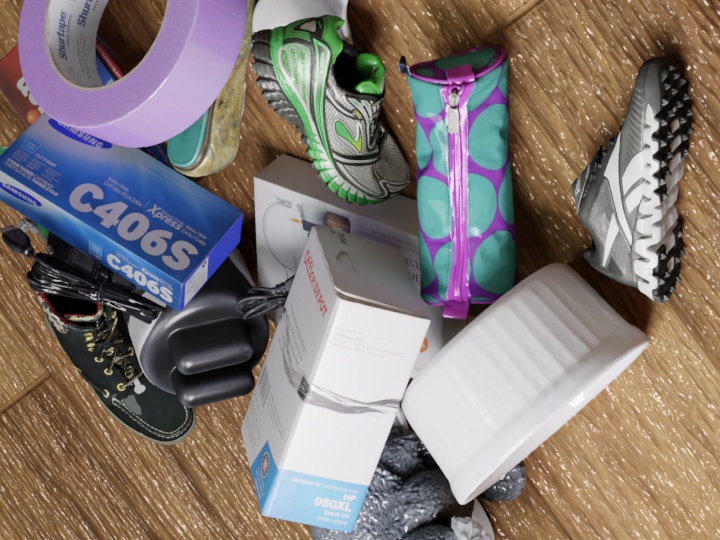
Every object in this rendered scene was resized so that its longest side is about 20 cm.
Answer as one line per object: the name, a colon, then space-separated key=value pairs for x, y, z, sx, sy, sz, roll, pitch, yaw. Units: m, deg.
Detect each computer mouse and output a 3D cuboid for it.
computer mouse: x=-0.021 y=0.084 z=1.607 sx=0.109 sy=0.044 sz=0.201 roll=-22 pitch=113 yaw=8
computer mouse: x=-0.258 y=-0.009 z=1.589 sx=0.046 sy=0.139 sz=0.200 roll=-60 pitch=32 yaw=12

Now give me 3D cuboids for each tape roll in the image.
tape roll: x=-0.191 y=-0.207 z=1.528 sx=0.198 sy=0.065 sz=0.203 roll=-10 pitch=72 yaw=32

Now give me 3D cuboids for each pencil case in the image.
pencil case: x=0.080 y=-0.072 z=1.450 sx=0.084 sy=0.093 sz=0.202 roll=-1 pitch=109 yaw=13

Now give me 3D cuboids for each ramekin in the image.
ramekin: x=0.126 y=0.085 z=1.469 sx=0.098 sy=0.200 sz=0.201 roll=50 pitch=136 yaw=11

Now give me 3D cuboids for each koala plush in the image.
koala plush: x=0.059 y=0.248 z=1.555 sx=0.179 sy=0.182 sz=0.200 roll=-66 pitch=26 yaw=20

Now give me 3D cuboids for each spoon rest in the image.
spoon rest: x=-0.026 y=-0.216 z=1.484 sx=0.099 sy=0.061 sz=0.200 roll=43 pitch=135 yaw=4

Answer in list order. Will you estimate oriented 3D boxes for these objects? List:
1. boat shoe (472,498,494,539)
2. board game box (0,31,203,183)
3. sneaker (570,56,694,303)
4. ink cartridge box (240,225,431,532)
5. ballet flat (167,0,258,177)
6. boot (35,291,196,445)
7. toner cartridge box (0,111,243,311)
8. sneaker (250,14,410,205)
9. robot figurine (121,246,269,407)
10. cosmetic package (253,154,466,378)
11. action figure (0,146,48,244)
boat shoe: x=0.037 y=0.203 z=1.704 sx=0.200 sy=0.064 sz=0.071 roll=43 pitch=135 yaw=6
board game box: x=-0.234 y=-0.129 z=1.623 sx=0.103 sy=0.019 sz=0.201 roll=-39 pitch=83 yaw=16
sneaker: x=0.200 y=-0.071 z=1.395 sx=0.090 sy=0.066 sz=0.202 roll=16 pitch=128 yaw=27
ink cartridge box: x=-0.023 y=0.086 z=1.500 sx=0.083 sy=0.145 sz=0.202 roll=13 pitch=111 yaw=-17
ballet flat: x=-0.118 y=-0.179 z=1.569 sx=0.070 sy=0.070 sz=0.202 roll=15 pitch=97 yaw=30
boot: x=-0.244 y=0.080 z=1.797 sx=0.204 sy=0.073 sz=0.154 roll=46 pitch=168 yaw=9
toner cartridge box: x=-0.207 y=-0.056 z=1.560 sx=0.199 sy=0.095 sz=0.043 roll=30 pitch=144 yaw=11
sneaker: x=-0.008 y=-0.125 z=1.485 sx=0.084 sy=0.079 sz=0.200 roll=-15 pitch=140 yaw=23
robot figurine: x=-0.151 y=0.031 z=1.662 sx=0.151 sy=0.124 sz=0.201 roll=-50 pitch=40 yaw=22
cosmetic package: x=0.000 y=0.000 z=1.613 sx=0.198 sy=0.052 sz=0.152 roll=20 pitch=131 yaw=27
action figure: x=-0.290 y=-0.045 z=1.768 sx=0.117 sy=0.055 sz=0.200 roll=28 pitch=161 yaw=19
